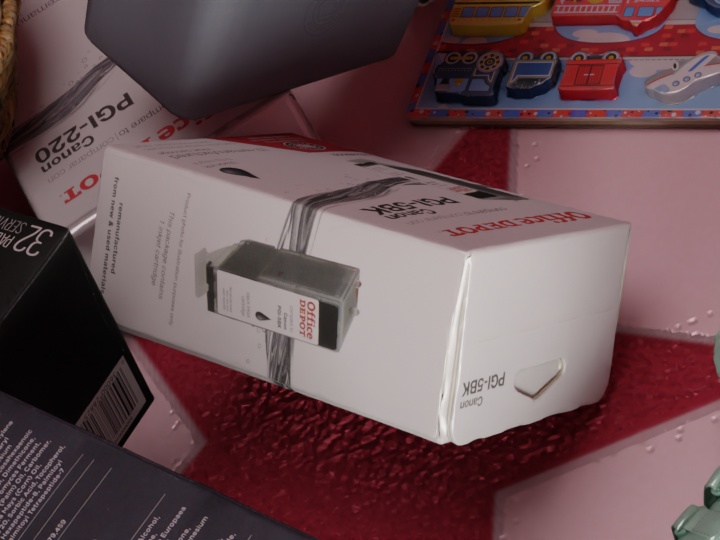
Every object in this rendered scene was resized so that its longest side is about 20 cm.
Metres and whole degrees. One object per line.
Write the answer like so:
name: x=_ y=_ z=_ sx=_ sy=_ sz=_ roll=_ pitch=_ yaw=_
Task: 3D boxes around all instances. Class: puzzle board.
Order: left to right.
puzzle board: x=0.133 y=-0.137 z=1.047 sx=0.198 sy=0.017 sz=0.152 roll=2 pitch=55 yaw=26

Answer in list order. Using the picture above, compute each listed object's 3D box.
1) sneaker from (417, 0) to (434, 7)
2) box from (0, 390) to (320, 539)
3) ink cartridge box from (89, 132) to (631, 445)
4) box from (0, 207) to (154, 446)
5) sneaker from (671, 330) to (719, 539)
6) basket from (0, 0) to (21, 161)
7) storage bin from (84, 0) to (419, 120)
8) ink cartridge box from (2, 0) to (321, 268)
sneaker: x=-0.005 y=-0.199 z=1.132 sx=0.084 sy=0.077 sz=0.201 roll=-24 pitch=36 yaw=12
box: x=-0.073 y=0.159 z=0.774 sx=0.181 sy=0.201 sz=0.104 roll=19 pitch=64 yaw=34
ink cartridge box: x=0.000 y=0.000 z=0.898 sx=0.199 sy=0.146 sz=0.084 roll=17 pitch=105 yaw=32
box: x=-0.222 y=0.049 z=0.893 sx=0.198 sy=0.125 sz=0.149 roll=15 pitch=56 yaw=28
sneaker: x=0.149 y=0.090 z=0.812 sx=0.199 sy=0.074 sz=0.119 roll=-24 pitch=53 yaw=-9
basket: x=-0.254 y=-0.102 z=1.058 sx=0.141 sy=0.150 sz=0.201 roll=-5 pitch=43 yaw=-21
storage bin: x=-0.047 y=-0.166 z=0.967 sx=0.145 sy=0.135 sz=0.199 roll=41 pitch=39 yaw=25
ink cartridge box: x=-0.119 y=-0.083 z=1.075 sx=0.145 sy=0.085 sz=0.200 roll=-33 pitch=48 yaw=-3
